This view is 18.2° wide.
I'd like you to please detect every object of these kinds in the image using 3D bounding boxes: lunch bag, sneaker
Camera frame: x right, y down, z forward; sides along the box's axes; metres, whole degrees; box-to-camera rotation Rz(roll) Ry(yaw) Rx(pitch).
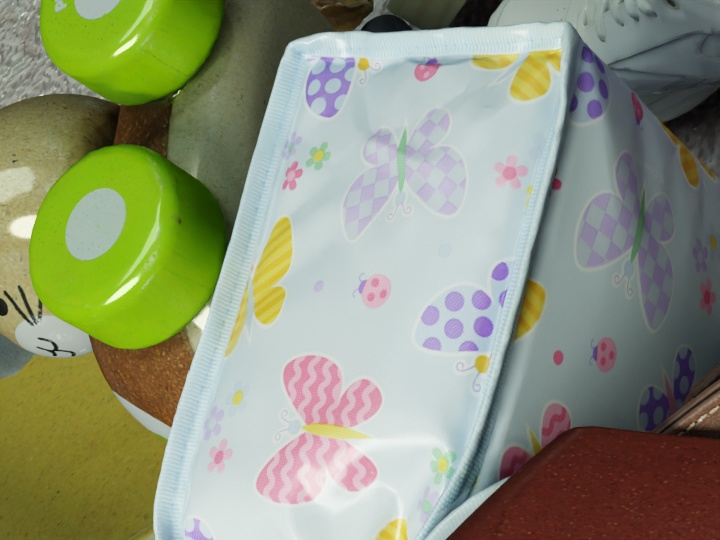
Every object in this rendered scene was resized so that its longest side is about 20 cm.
[{"bbox_3d":[0.041,0.056,0.635,0.126,0.169,0.201,5,69,38],"label":"lunch bag"},{"bbox_3d":[0.113,-0.099,0.756,0.199,0.099,0.075,-1,65,45],"label":"sneaker"}]

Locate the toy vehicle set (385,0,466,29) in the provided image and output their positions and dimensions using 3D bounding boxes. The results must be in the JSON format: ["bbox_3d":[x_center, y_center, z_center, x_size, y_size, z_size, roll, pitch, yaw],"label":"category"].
[{"bbox_3d":[0.064,-0.169,0.825,0.125,0.026,0.200,-62,3,-12],"label":"toy vehicle set"}]

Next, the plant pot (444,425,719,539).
[{"bbox_3d":[0.092,0.147,0.491,0.199,0.201,0.177,5,44,22],"label":"plant pot"}]

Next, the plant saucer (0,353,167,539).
[{"bbox_3d":[-0.112,0.083,0.871,0.199,0.048,0.201,-33,43,20],"label":"plant saucer"}]

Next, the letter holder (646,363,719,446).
[{"bbox_3d":[0.166,0.009,0.542,0.200,0.142,0.101,-37,32,41],"label":"letter holder"}]

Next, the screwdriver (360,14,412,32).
[{"bbox_3d":[0.044,-0.035,0.839,0.029,0.028,0.200,-22,45,-11],"label":"screwdriver"}]

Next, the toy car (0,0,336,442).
[{"bbox_3d":[-0.092,0.000,0.743,0.199,0.164,0.159,-18,59,29],"label":"toy car"}]

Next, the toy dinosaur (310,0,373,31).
[{"bbox_3d":[-0.083,-0.073,0.942,0.200,0.060,0.107,-39,26,26],"label":"toy dinosaur"}]
